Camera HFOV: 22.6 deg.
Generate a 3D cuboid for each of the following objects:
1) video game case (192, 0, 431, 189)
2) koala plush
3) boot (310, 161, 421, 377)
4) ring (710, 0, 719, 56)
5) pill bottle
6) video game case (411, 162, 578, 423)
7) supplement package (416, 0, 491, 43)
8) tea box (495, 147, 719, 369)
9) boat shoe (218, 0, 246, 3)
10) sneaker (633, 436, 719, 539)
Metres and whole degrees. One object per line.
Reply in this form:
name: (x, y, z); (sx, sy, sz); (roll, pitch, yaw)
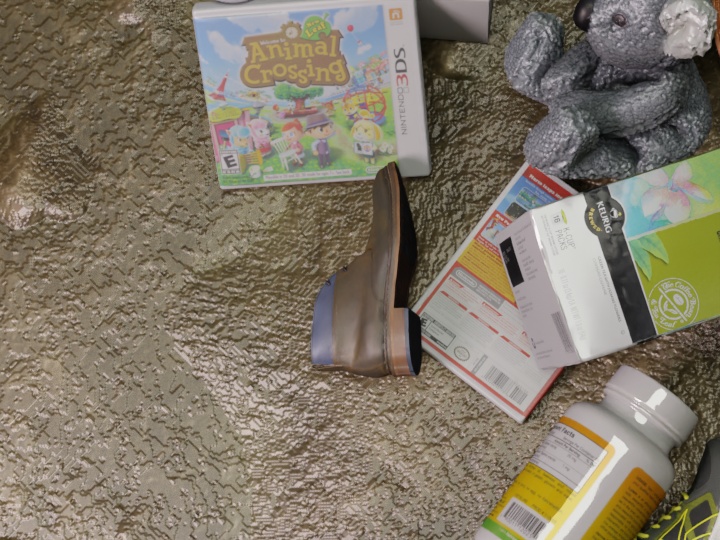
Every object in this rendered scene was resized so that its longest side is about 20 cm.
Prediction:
video game case: (-0.042, -0.162, 1.626); (0.199, 0.022, 0.183); (-3, 121, 6)
koala plush: (0.241, -0.199, 1.553); (0.183, 0.201, 0.178); (5, 43, -13)
boot: (0.000, 0.000, 1.617); (0.096, 0.075, 0.201); (-7, 70, 13)
ring: (0.381, -0.234, 1.589); (0.019, 0.200, 0.201); (3, 74, 51)
pill bottle: (0.198, 0.184, 1.542); (0.111, 0.111, 0.200); (37, 84, 12)
video game case: (0.150, 0.017, 1.630); (0.143, 0.017, 0.200); (37, 84, 12)
supplement package: (0.069, -0.326, 1.659); (0.121, 0.120, 0.201); (5, 78, 5)
tea box: (0.236, -0.010, 1.515); (0.196, 0.200, 0.134); (-19, 87, -5)
boat shoe: (-0.077, -0.306, 1.637); (0.073, 0.200, 0.067); (11, 122, 16)
sneaker: (0.271, 0.234, 1.542); (0.084, 0.074, 0.201); (17, 80, 10)
